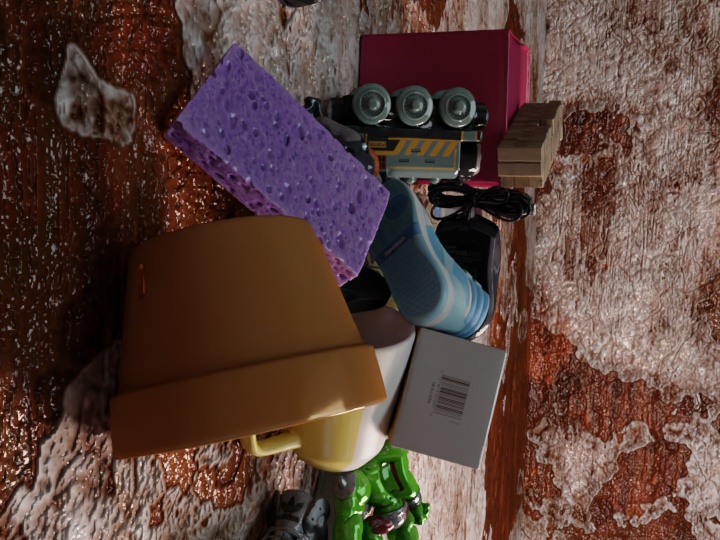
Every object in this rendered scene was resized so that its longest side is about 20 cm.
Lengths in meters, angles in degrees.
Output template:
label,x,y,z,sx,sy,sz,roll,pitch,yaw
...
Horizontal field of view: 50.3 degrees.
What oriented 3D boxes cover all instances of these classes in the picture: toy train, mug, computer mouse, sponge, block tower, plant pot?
label,x,y,z,sx,sy,sz,roll,pitch,yaw
toy train,0.056,-0.161,0.918,0.085,0.196,0.116,-137,-132,-75
mug,-0.041,0.124,0.811,0.150,0.183,0.156,-122,-144,-67
computer mouse,0.142,-0.011,0.972,0.053,0.137,0.203,-13,113,-66
sponge,-0.062,-0.090,0.661,0.200,0.030,0.112,41,48,-22
block tower,0.217,-0.162,0.971,0.200,0.057,0.055,-51,140,-55
plant pot,-0.089,0.045,0.560,0.200,0.197,0.142,7,71,-70

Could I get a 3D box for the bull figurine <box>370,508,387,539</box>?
label,x,y,z,sx,sy,sz,roll,pitch,yaw
bull figurine,0.017,0.282,1.042,0.122,0.064,0.203,54,42,-65

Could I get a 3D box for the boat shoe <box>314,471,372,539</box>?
label,x,y,z,sx,sy,sz,roll,pitch,yaw
boat shoe,-0.015,0.269,0.955,0.201,0.075,0.061,-61,149,-28

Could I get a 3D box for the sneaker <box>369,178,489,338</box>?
label,x,y,z,sx,sy,sz,roll,pitch,yaw
sneaker,0.078,-0.005,0.875,0.130,0.079,0.202,29,35,-44

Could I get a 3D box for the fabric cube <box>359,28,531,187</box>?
label,x,y,z,sx,sy,sz,roll,pitch,yaw
fabric cube,0.122,-0.215,1.061,0.200,0.196,0.200,-18,111,-68

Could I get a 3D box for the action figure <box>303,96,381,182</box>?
label,x,y,z,sx,sy,sz,roll,pitch,yaw
action figure,-0.035,-0.073,0.798,0.193,0.103,0.203,-34,123,-53

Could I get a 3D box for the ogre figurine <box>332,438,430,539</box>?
label,x,y,z,sx,sy,sz,roll,pitch,yaw
ogre figurine,0.022,0.264,0.866,0.198,0.097,0.122,-12,95,-40

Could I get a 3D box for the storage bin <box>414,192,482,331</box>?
label,x,y,z,sx,sy,sz,roll,pitch,yaw
storage bin,0.070,-0.017,1.074,0.133,0.144,0.204,14,79,-42

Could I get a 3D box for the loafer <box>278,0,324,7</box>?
label,x,y,z,sx,sy,sz,roll,pitch,yaw
loafer,-0.030,-0.326,0.816,0.200,0.062,0.073,-53,141,-57

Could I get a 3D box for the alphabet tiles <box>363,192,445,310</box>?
label,x,y,z,sx,sy,sz,roll,pitch,yaw
alphabet tiles,0.049,-0.017,0.949,0.199,0.007,0.170,6,83,-51

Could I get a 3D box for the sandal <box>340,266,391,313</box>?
label,x,y,z,sx,sy,sz,roll,pitch,yaw
sandal,-0.038,0.016,0.783,0.199,0.075,0.048,-16,138,-51

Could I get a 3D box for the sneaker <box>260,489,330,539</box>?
label,x,y,z,sx,sy,sz,roll,pitch,yaw
sneaker,-0.083,0.274,0.764,0.200,0.074,0.116,64,34,-64

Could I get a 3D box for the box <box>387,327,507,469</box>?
label,x,y,z,sx,sy,sz,roll,pitch,yaw
box,0.089,0.138,0.872,0.200,0.096,0.126,93,12,-84
